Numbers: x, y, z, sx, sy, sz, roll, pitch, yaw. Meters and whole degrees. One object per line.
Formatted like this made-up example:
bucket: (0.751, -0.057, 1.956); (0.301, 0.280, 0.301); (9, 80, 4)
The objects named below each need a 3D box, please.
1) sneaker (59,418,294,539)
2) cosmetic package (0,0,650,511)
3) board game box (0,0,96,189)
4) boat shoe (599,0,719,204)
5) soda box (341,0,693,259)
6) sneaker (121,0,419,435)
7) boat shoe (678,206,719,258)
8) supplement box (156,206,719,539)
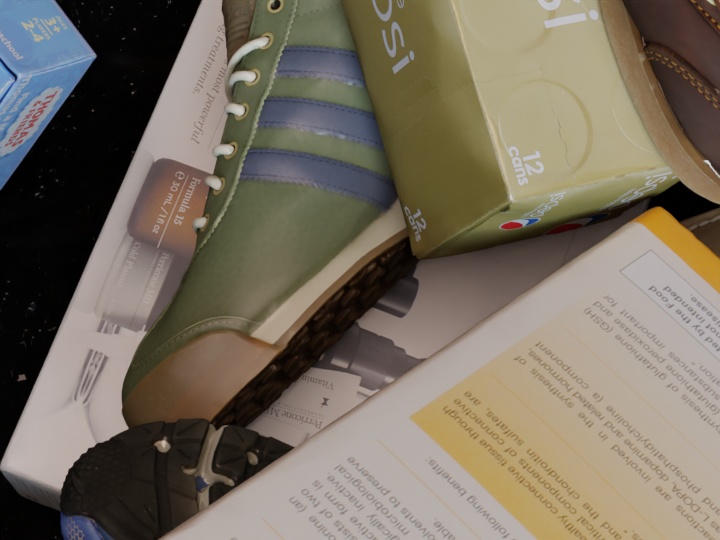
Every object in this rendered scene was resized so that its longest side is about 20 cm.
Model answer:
sneaker: (-0.017, 0.122, 0.712); (0.089, 0.200, 0.079); (-26, 31, 29)
cosmetic package: (0.000, 0.000, 0.796); (0.150, 0.052, 0.201); (21, 77, 4)
board game box: (-0.178, -0.089, 0.781); (0.037, 0.151, 0.200); (-22, 71, -47)
boat shoe: (0.076, -0.115, 0.645); (0.070, 0.070, 0.201); (-28, 87, -26)
soda box: (0.027, -0.109, 0.696); (0.067, 0.064, 0.201); (-13, 81, -24)
sneaker: (-0.013, -0.040, 0.746); (0.090, 0.067, 0.200); (43, 73, 8)
boat shoe: (0.161, -0.020, 0.743); (0.199, 0.074, 0.067); (-12, 120, -18)
supplement box: (0.045, 0.085, 0.625); (0.126, 0.074, 0.200); (44, 49, 18)
